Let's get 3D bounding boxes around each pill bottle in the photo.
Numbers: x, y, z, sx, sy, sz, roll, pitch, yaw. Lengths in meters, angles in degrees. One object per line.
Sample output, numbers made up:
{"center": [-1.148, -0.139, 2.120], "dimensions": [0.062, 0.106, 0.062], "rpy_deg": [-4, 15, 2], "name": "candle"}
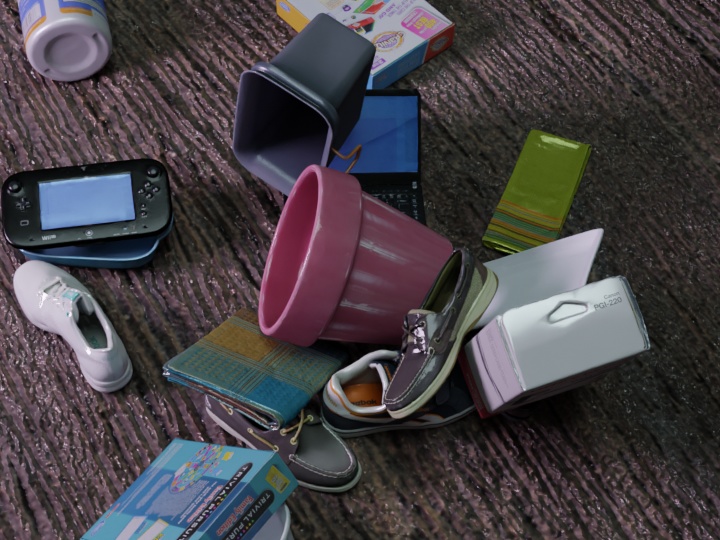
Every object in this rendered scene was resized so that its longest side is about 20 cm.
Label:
{"center": [-0.396, -0.358, 1.880], "dimensions": [0.111, 0.113, 0.201], "rpy_deg": [-10, 55, -9], "name": "pill bottle"}

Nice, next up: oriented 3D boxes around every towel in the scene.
{"center": [0.222, -0.095, 1.774], "dimensions": [0.085, 0.018, 0.201], "rpy_deg": [19, 56, 10], "name": "towel"}
{"center": [-0.110, 0.104, 1.557], "dimensions": [0.145, 0.022, 0.200], "rpy_deg": [24, 23, 12], "name": "towel"}

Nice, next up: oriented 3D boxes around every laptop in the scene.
{"center": [-0.007, -0.117, 1.726], "dimensions": [0.175, 0.104, 0.201], "rpy_deg": [-1, 46, -2], "name": "laptop"}

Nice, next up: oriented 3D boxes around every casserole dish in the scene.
{"center": [-0.323, -0.053, 1.711], "dimensions": [0.198, 0.039, 0.122], "rpy_deg": [2, 55, 0], "name": "casserole dish"}

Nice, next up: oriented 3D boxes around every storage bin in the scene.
{"center": [-0.049, -0.189, 1.649], "dimensions": [0.145, 0.200, 0.135], "rpy_deg": [33, 63, 9], "name": "storage bin"}

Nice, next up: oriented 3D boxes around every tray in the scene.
{"center": [0.190, 0.019, 1.616], "dimensions": [0.022, 0.199, 0.108], "rpy_deg": [44, 52, -25], "name": "tray"}

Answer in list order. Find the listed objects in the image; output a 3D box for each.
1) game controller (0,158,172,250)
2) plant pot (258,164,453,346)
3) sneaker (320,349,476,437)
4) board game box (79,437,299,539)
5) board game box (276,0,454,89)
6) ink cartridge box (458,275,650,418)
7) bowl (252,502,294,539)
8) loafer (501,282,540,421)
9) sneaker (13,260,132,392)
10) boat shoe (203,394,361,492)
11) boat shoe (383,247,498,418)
{"center": [-0.322, -0.077, 1.680], "dimensions": [0.198, 0.042, 0.105], "rpy_deg": [-7, 55, -7], "name": "game controller"}
{"center": [0.000, 0.000, 1.598], "dimensions": [0.177, 0.200, 0.202], "rpy_deg": [16, 53, -15], "name": "plant pot"}
{"center": [0.054, 0.130, 1.572], "dimensions": [0.198, 0.080, 0.079], "rpy_deg": [-14, 55, -14], "name": "sneaker"}
{"center": [-0.173, 0.243, 1.427], "dimensions": [0.151, 0.047, 0.199], "rpy_deg": [-47, 25, -28], "name": "board game box"}
{"center": [0.005, -0.340, 1.926], "dimensions": [0.152, 0.041, 0.200], "rpy_deg": [-34, 63, -23], "name": "board game box"}
{"center": [0.196, 0.082, 1.478], "dimensions": [0.144, 0.200, 0.086], "rpy_deg": [-17, 78, -11], "name": "ink cartridge box"}
{"center": [-0.134, 0.319, 1.397], "dimensions": [0.200, 0.091, 0.202], "rpy_deg": [-28, 22, 12], "name": "bowl"}
{"center": [0.194, 0.073, 1.617], "dimensions": [0.071, 0.063, 0.201], "rpy_deg": [24, 53, -10], "name": "loafer"}
{"center": [-0.326, 0.043, 1.612], "dimensions": [0.075, 0.089, 0.200], "rpy_deg": [-36, 63, -23], "name": "sneaker"}
{"center": [-0.087, 0.170, 1.546], "dimensions": [0.200, 0.061, 0.072], "rpy_deg": [29, 58, 17], "name": "boat shoe"}
{"center": [0.073, 0.064, 1.512], "dimensions": [0.065, 0.073, 0.201], "rpy_deg": [44, 61, -23], "name": "boat shoe"}
